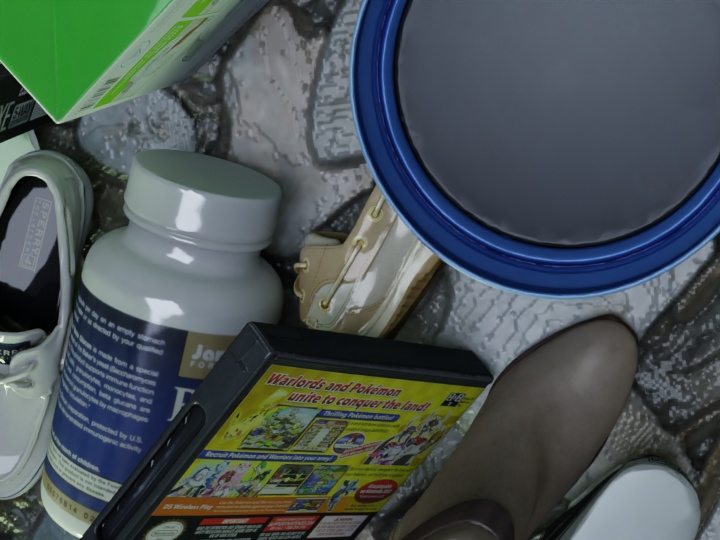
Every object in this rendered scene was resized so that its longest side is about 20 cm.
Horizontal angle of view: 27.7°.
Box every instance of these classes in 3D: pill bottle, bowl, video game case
[{"bbox_3d":[-0.103,0.043,0.792,0.110,0.111,0.202,17,107,10],"label":"pill bottle"},{"bbox_3d":[0.094,-0.089,0.679,0.198,0.039,0.203,3,106,12],"label":"bowl"},{"bbox_3d":[-0.041,0.106,0.753,0.181,0.199,0.026,-51,59,19],"label":"video game case"}]

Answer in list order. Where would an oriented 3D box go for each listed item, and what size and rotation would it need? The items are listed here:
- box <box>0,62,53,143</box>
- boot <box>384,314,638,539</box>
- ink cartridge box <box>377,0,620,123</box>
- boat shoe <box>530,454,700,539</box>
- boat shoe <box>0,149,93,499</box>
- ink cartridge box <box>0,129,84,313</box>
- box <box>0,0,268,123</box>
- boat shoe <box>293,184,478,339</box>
[{"bbox_3d":[-0.257,-0.114,0.750,0.157,0.200,0.050,28,112,7],"label":"box"},{"bbox_3d":[0.069,0.119,0.748,0.070,0.146,0.201,37,108,5],"label":"boot"},{"bbox_3d":[0.081,-0.184,0.716,0.116,0.067,0.202,13,105,9],"label":"ink cartridge box"},{"bbox_3d":[0.105,0.181,0.778,0.071,0.064,0.200,43,94,2],"label":"boat shoe"},{"bbox_3d":[-0.190,0.035,0.806,0.071,0.066,0.202,16,99,-2],"label":"boat shoe"},{"bbox_3d":[-0.256,0.012,0.860,0.198,0.048,0.147,-21,98,2],"label":"ink cartridge box"},{"bbox_3d":[-0.077,-0.179,0.700,0.200,0.177,0.097,-43,92,19],"label":"box"},{"bbox_3d":[0.000,0.000,0.781,0.069,0.074,0.201,37,100,6],"label":"boat shoe"}]
